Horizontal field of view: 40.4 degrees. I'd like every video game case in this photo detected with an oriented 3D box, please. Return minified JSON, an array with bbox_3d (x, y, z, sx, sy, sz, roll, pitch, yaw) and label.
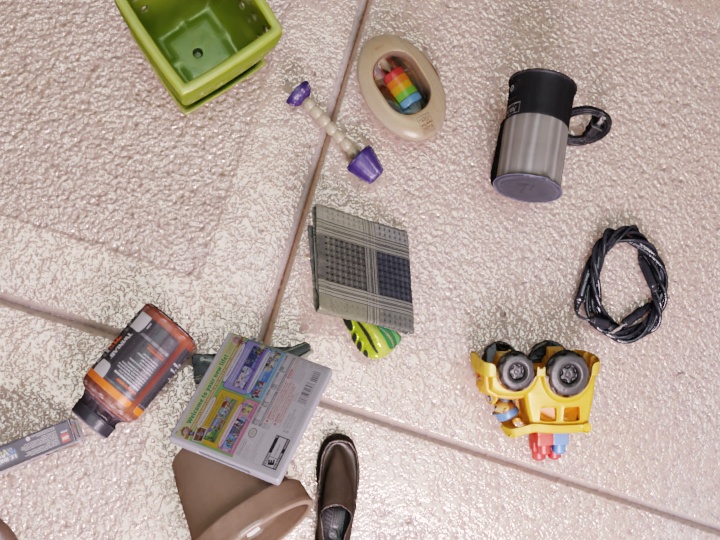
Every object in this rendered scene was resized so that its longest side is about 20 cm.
[{"bbox_3d":[-0.161,0.202,1.463,0.179,0.022,0.202,18,55,14],"label":"video game case"}]

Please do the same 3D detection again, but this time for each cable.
[{"bbox_3d":[0.460,0.019,1.684,0.161,0.051,0.203,22,78,-5],"label":"cable"}]

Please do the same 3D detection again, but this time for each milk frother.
[{"bbox_3d":[0.325,-0.204,1.634,0.196,0.181,0.191,12,75,0],"label":"milk frother"}]

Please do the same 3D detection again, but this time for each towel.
[{"bbox_3d":[0.000,0.000,1.567,0.198,0.034,0.196,16,58,-33],"label":"towel"}]

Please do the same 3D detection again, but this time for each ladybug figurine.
[{"bbox_3d":[0.068,-0.303,1.663,0.134,0.072,0.202,-29,86,-11],"label":"ladybug figurine"}]

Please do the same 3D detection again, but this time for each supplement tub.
[{"bbox_3d":[-0.352,0.157,1.505,0.107,0.107,0.201,39,77,-1],"label":"supplement tub"}]

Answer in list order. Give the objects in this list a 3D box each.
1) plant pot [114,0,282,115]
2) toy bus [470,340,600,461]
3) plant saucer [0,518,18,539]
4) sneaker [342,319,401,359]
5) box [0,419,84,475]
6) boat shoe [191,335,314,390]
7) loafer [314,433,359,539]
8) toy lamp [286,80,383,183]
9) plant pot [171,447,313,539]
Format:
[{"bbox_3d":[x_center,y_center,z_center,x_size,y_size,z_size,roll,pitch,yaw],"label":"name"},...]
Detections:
[{"bbox_3d":[-0.259,-0.379,1.569,0.199,0.181,0.200,-34,88,-13],"label":"plant pot"},{"bbox_3d":[0.279,0.217,1.594,0.196,0.136,0.196,1,96,-6],"label":"toy bus"},{"bbox_3d":[-0.603,0.456,1.455,0.196,0.032,0.204,2,79,-9],"label":"plant saucer"},{"bbox_3d":[0.002,0.049,1.606,0.083,0.074,0.203,-13,73,-44],"label":"sneaker"},{"bbox_3d":[-0.517,0.276,1.457,0.197,0.110,0.035,-21,84,-12],"label":"box"},{"bbox_3d":[-0.173,0.138,1.554,0.197,0.073,0.063,-16,87,-6],"label":"boat shoe"},{"bbox_3d":[-0.033,0.359,1.539,0.072,0.071,0.204,2,81,-8],"label":"loafer"},{"bbox_3d":[-0.040,-0.229,1.643,0.200,0.058,0.058,45,77,0],"label":"toy lamp"},{"bbox_3d":[-0.197,0.337,1.475,0.199,0.201,0.175,-33,68,-12],"label":"plant pot"}]
